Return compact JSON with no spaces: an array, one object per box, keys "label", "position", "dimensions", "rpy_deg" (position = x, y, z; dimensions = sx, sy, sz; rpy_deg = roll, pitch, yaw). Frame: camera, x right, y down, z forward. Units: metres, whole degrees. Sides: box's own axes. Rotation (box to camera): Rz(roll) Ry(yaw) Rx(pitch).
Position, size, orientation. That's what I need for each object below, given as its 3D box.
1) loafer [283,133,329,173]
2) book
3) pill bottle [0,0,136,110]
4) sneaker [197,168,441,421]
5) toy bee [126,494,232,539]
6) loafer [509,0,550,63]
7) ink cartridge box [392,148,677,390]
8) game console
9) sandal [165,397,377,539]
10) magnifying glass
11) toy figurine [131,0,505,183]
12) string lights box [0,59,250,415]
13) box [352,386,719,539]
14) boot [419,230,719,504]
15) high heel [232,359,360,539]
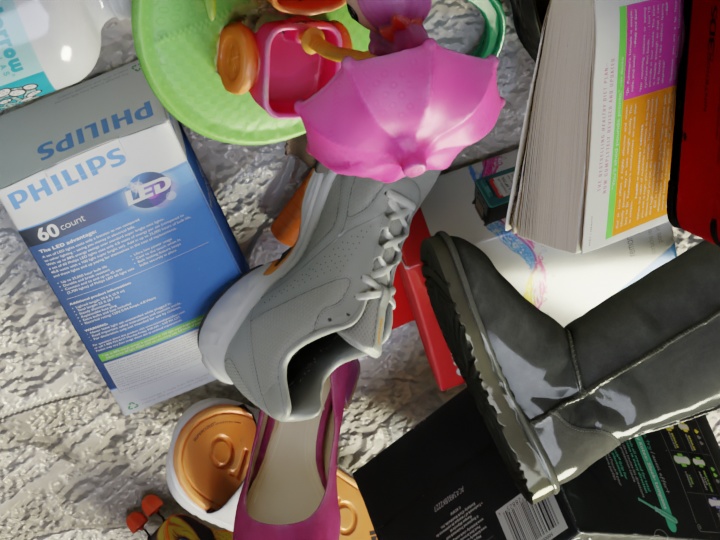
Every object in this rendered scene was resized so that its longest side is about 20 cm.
[{"label":"loafer","position":[-0.037,-0.143,1.226],"dimensions":[0.070,0.073,0.201],"rpy_deg":[4,126,11]},{"label":"book","position":[0.159,-0.094,1.252],"dimensions":[0.199,0.048,0.135],"rpy_deg":[-17,119,-52]},{"label":"pill bottle","position":[-0.202,-0.128,1.145],"dimensions":[0.198,0.111,0.111],"rpy_deg":[-20,136,1]},{"label":"sneaker","position":[0.000,0.000,1.300],"dimensions":[0.076,0.092,0.201],"rpy_deg":[27,101,-48]},{"label":"toy bee","position":[-0.096,0.188,1.509],"dimensions":[0.131,0.109,0.200],"rpy_deg":[-37,158,5]},{"label":"loafer","position":[0.120,-0.135,1.276],"dimensions":[0.073,0.073,0.200],"rpy_deg":[-32,135,11]},{"label":"ink cartridge box","position":[0.085,-0.004,1.393],"dimensions":[0.198,0.068,0.117],"rpy_deg":[-19,135,0]},{"label":"game console","position":[0.230,-0.116,1.211],"dimensions":[0.118,0.172,0.202],"rpy_deg":[-2,103,-20]},{"label":"sandal","position":[-0.031,0.136,1.467],"dimensions":[0.206,0.080,0.059],"rpy_deg":[29,154,-36]},{"label":"magnifying glass","position":[0.010,-0.090,1.322],"dimensions":[0.079,0.022,0.200],"rpy_deg":[17,123,-32]},{"label":"toy figurine","position":[0.000,-0.124,1.071],"dimensions":[0.149,0.184,0.202],"rpy_deg":[-4,114,-29]},{"label":"string lights box","position":[-0.126,-0.015,1.317],"dimensions":[0.102,0.059,0.201],"rpy_deg":[-21,136,1]},{"label":"box","position":[0.125,0.150,1.470],"dimensions":[0.148,0.125,0.199],"rpy_deg":[-39,150,31]},{"label":"boot","position":[0.150,0.020,1.333],"dimensions":[0.199,0.073,0.183],"rpy_deg":[-28,109,-6]},{"label":"high heel","position":[-0.040,0.099,1.369],"dimensions":[0.067,0.201,0.096],"rpy_deg":[9,146,20]}]
